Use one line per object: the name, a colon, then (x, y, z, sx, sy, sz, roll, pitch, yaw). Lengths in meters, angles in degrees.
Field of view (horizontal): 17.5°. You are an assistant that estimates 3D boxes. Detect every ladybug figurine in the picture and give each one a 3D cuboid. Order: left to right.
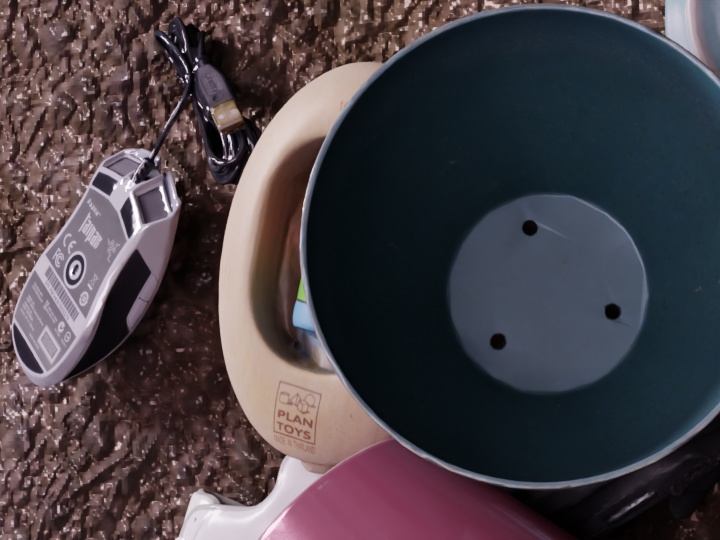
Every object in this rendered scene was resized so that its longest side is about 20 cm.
ladybug figurine: (0.000, 0.000, 1.142, 0.135, 0.072, 0.202, 16, 95, 27)

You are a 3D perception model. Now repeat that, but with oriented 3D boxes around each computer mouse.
computer mouse: (-0.117, -0.024, 1.219, 0.201, 0.044, 0.110, -56, 45, 19)

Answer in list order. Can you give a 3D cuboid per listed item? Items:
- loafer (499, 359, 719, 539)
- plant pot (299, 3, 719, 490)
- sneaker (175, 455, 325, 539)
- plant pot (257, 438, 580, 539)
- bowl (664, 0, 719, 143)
loafer: (0.142, 0.077, 1.074, 0.200, 0.068, 0.071, -28, 111, 18)
plant pot: (0.079, 0.000, 1.016, 0.198, 0.135, 0.202, -1, 80, 5)
sneaker: (-0.071, 0.165, 1.183, 0.200, 0.078, 0.100, -38, 64, 14)
plant pot: (0.042, 0.177, 1.007, 0.179, 0.200, 0.200, 45, 108, 27)
bowl: (0.212, -0.112, 1.014, 0.199, 0.105, 0.203, -2, 87, 29)
